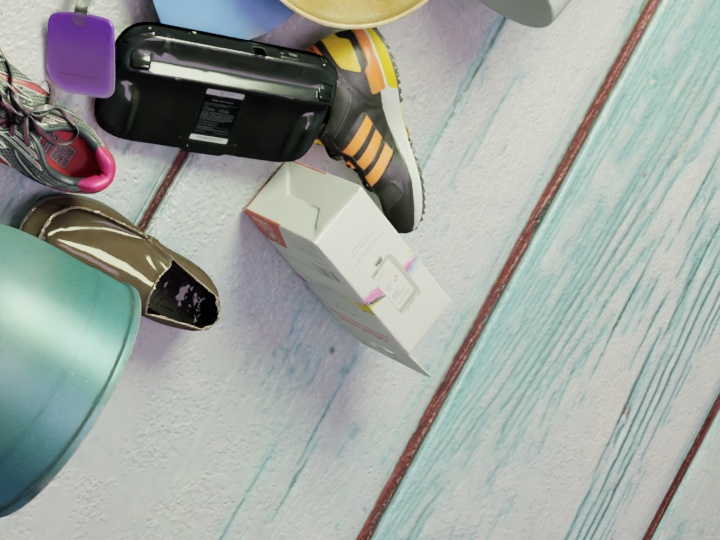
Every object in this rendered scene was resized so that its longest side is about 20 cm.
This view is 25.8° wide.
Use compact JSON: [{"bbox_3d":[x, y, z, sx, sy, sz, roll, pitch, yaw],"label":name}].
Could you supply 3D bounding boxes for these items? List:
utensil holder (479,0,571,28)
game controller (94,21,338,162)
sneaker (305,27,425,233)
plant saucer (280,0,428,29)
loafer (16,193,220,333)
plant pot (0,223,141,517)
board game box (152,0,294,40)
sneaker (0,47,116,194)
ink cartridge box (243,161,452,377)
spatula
[{"bbox_3d":[0.165,-0.336,1.362,0.201,0.170,0.170,-52,128,-7],"label":"utensil holder"},{"bbox_3d":[-0.116,-0.141,1.282,0.198,0.042,0.105,7,132,-29],"label":"game controller"},{"bbox_3d":[-0.004,-0.117,1.385,0.089,0.070,0.202,-19,119,-9],"label":"sneaker"},{"bbox_3d":[-0.006,-0.296,1.253,0.198,0.035,0.202,-5,108,-16],"label":"plant saucer"},{"bbox_3d":[-0.186,-0.004,1.277,0.199,0.071,0.074,23,91,-39],"label":"loafer"},{"bbox_3d":[-0.293,0.046,1.149,0.187,0.200,0.201,37,83,-24],"label":"plant pot"},{"bbox_3d":[-0.117,-0.283,1.256,0.157,0.039,0.201,-28,118,-19],"label":"board game box"},{"bbox_3d":[-0.265,-0.122,1.177,0.199,0.074,0.081,29,88,-38],"label":"sneaker"},{"bbox_3d":[0.000,0.000,1.387,0.068,0.116,0.200,-49,128,-13],"label":"ink cartridge box"},{"bbox_3d":[-0.208,-0.236,1.208,0.056,0.021,0.202,8,96,7],"label":"spatula"}]
